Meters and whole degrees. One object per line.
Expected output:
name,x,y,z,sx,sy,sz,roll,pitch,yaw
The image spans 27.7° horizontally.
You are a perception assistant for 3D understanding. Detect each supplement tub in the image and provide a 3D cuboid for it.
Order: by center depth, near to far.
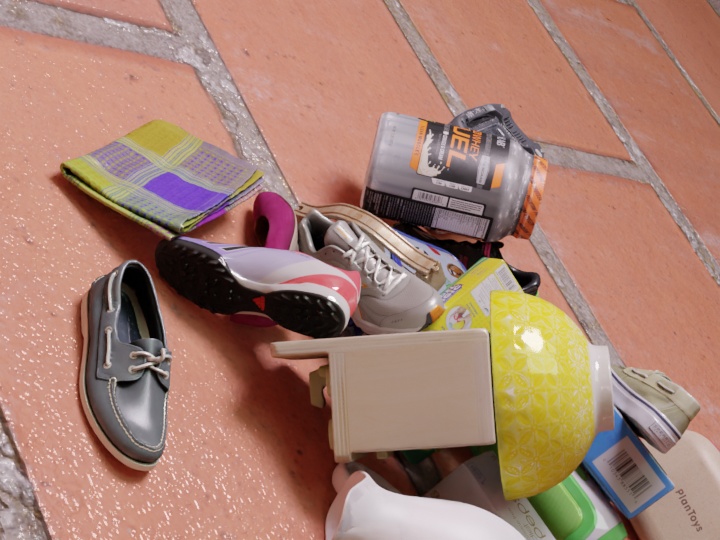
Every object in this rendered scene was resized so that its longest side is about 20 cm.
supplement tub,0.107,-0.103,1.672,0.199,0.123,0.123,13,34,0

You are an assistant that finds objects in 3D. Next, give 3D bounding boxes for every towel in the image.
towel,-0.193,-0.096,1.448,0.143,0.023,0.200,29,27,11

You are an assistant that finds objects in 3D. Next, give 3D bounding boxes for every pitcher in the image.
pitcher,0.060,0.246,1.310,0.200,0.121,0.172,28,17,-7

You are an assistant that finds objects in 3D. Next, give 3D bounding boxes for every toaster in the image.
toaster,0.135,-0.125,1.830,0.114,0.129,0.200,48,29,6

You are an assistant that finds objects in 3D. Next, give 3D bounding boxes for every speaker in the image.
speaker,0.188,0.216,1.519,0.200,0.088,0.088,53,31,14

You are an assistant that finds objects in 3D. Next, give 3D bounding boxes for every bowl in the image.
bowl,0.182,0.114,1.373,0.200,0.107,0.201,-5,90,-83

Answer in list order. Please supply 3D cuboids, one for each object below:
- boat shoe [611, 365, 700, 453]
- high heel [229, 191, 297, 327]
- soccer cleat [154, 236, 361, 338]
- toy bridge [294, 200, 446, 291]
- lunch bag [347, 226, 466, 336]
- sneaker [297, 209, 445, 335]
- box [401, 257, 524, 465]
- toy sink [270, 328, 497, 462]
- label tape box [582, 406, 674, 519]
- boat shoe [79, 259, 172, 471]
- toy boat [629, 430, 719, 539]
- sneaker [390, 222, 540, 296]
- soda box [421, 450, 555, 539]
boat shoe,0.300,0.135,1.518,0.072,0.062,0.200,51,1,-15
high heel,-0.106,-0.017,1.481,0.096,0.068,0.200,-8,34,-16
soccer cleat,-0.097,0.005,1.382,0.199,0.068,0.073,16,39,13
toy bridge,0.005,-0.034,1.526,0.200,0.067,0.027,25,60,36
lunch bag,0.053,0.044,1.578,0.160,0.076,0.200,24,35,-29
sneaker,0.000,0.000,1.467,0.200,0.092,0.076,23,51,41
box,0.092,0.093,1.477,0.200,0.048,0.117,-39,109,-19
toy sink,0.025,0.117,1.350,0.130,0.199,0.112,38,49,-81
label tape box,0.259,0.185,1.574,0.144,0.063,0.200,53,2,5
boat shoe,-0.194,0.075,1.238,0.073,0.062,0.200,21,38,-36
toy boat,0.380,0.283,1.672,0.200,0.130,0.131,65,5,29
sneaker,0.124,-0.013,1.714,0.200,0.084,0.077,25,35,-14
soda box,0.148,0.278,1.411,0.064,0.068,0.200,-9,60,-56
